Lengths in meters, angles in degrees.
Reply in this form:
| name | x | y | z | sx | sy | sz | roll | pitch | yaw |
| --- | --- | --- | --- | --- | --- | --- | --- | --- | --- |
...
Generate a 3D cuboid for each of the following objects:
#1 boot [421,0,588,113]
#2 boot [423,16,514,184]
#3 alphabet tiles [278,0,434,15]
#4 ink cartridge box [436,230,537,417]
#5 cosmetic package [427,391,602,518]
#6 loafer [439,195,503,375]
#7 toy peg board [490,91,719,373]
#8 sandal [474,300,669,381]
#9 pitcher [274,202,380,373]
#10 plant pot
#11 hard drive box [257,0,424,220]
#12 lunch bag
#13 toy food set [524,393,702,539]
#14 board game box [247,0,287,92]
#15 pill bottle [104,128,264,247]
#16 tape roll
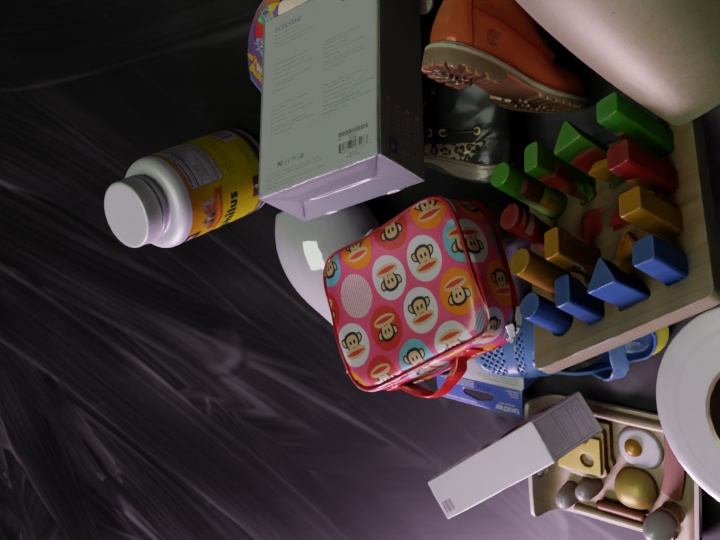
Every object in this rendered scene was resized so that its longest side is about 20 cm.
| name | x | y | z | sx | sy | sz | roll | pitch | yaw |
| --- | --- | --- | --- | --- | --- | --- | --- | --- | --- |
| boot | 0.145 | -0.205 | 0.988 | 0.075 | 0.199 | 0.109 | 3 | 80 | 48 |
| boot | 0.081 | -0.182 | 1.107 | 0.199 | 0.073 | 0.152 | 26 | 119 | 41 |
| alphabet tiles | -0.014 | -0.318 | 1.139 | 0.194 | 0.015 | 0.203 | 0 | 101 | 34 |
| ink cartridge box | 0.133 | 0.053 | 1.190 | 0.118 | 0.042 | 0.203 | 9 | 112 | 37 |
| cosmetic package | 0.158 | 0.197 | 1.150 | 0.051 | 0.082 | 0.200 | 60 | 141 | 12 |
| loafer | 0.108 | 0.018 | 1.137 | 0.072 | 0.062 | 0.202 | 40 | 116 | 47 |
| toy peg board | 0.203 | -0.041 | 0.972 | 0.199 | 0.097 | 0.201 | -32 | 45 | 45 |
| sandal | 0.201 | 0.073 | 1.083 | 0.198 | 0.087 | 0.080 | -11 | 107 | 30 |
| pitcher | 0.000 | 0.000 | 1.226 | 0.171 | 0.121 | 0.202 | -23 | 97 | 46 |
| plant pot | 0.239 | -0.228 | 0.894 | 0.201 | 0.187 | 0.187 | 50 | 134 | -7 |
| hard drive box | -0.020 | -0.170 | 1.071 | 0.155 | 0.076 | 0.203 | -15 | 66 | 36 |
| lunch bag | 0.060 | 0.037 | 1.078 | 0.199 | 0.081 | 0.178 | -27 | 73 | 39 |
| toy food set | 0.263 | 0.218 | 1.137 | 0.198 | 0.060 | 0.145 | 9 | 115 | 38 |
| board game box | -0.069 | -0.222 | 1.239 | 0.201 | 0.039 | 0.158 | 53 | 133 | 10 |
| pill bottle | -0.207 | -0.096 | 1.305 | 0.108 | 0.199 | 0.111 | 18 | 121 | 34 |
| tape roll | 0.373 | 0.099 | 0.934 | 0.201 | 0.139 | 0.205 | 19 | 121 | 35 |
